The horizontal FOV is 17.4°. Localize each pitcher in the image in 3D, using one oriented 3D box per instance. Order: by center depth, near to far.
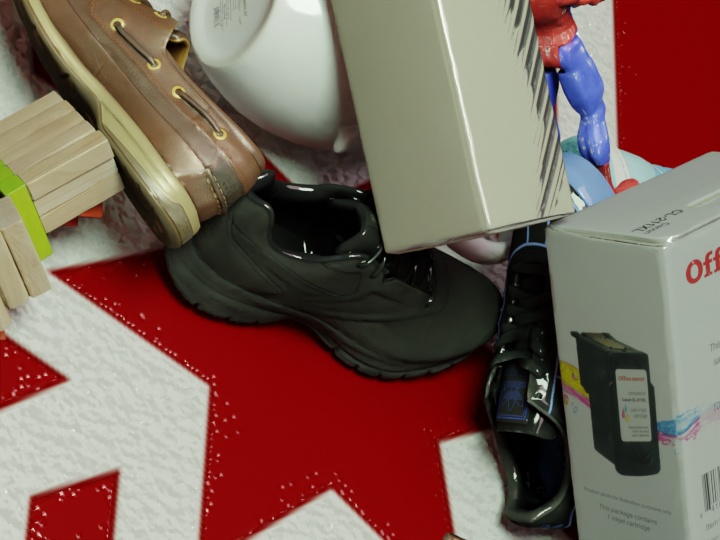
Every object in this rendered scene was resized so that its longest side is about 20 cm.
[{"bbox_3d":[0.011,-0.097,1.279,0.200,0.121,0.172,19,49,-38],"label":"pitcher"}]

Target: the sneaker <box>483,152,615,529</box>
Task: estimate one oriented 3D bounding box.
[{"bbox_3d":[0.103,0.040,1.258,0.078,0.070,0.201,-15,100,-44],"label":"sneaker"}]

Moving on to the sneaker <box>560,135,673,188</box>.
[{"bbox_3d":[0.179,0.022,1.359,0.130,0.079,0.201,8,67,-38],"label":"sneaker"}]

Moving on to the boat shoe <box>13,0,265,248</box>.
[{"bbox_3d":[-0.119,-0.103,1.194,0.067,0.072,0.200,-31,66,-10],"label":"boat shoe"}]

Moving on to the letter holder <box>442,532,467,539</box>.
[{"bbox_3d":[0.100,0.241,1.124,0.199,0.101,0.142,23,54,-1],"label":"letter holder"}]

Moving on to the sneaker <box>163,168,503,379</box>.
[{"bbox_3d":[0.000,0.000,1.233,0.200,0.091,0.076,14,57,-31],"label":"sneaker"}]

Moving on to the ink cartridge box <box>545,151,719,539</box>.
[{"bbox_3d":[0.181,0.052,1.235,0.146,0.083,0.201,-23,113,-39],"label":"ink cartridge box"}]

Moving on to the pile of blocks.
[{"bbox_3d":[-0.189,0.001,1.131,0.200,0.082,0.062,-51,141,-33],"label":"pile of blocks"}]

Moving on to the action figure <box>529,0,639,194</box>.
[{"bbox_3d":[0.112,-0.130,1.265,0.200,0.065,0.099,69,35,-44],"label":"action figure"}]

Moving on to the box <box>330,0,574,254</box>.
[{"bbox_3d":[0.040,-0.115,1.184,0.068,0.082,0.201,-13,91,-41],"label":"box"}]
